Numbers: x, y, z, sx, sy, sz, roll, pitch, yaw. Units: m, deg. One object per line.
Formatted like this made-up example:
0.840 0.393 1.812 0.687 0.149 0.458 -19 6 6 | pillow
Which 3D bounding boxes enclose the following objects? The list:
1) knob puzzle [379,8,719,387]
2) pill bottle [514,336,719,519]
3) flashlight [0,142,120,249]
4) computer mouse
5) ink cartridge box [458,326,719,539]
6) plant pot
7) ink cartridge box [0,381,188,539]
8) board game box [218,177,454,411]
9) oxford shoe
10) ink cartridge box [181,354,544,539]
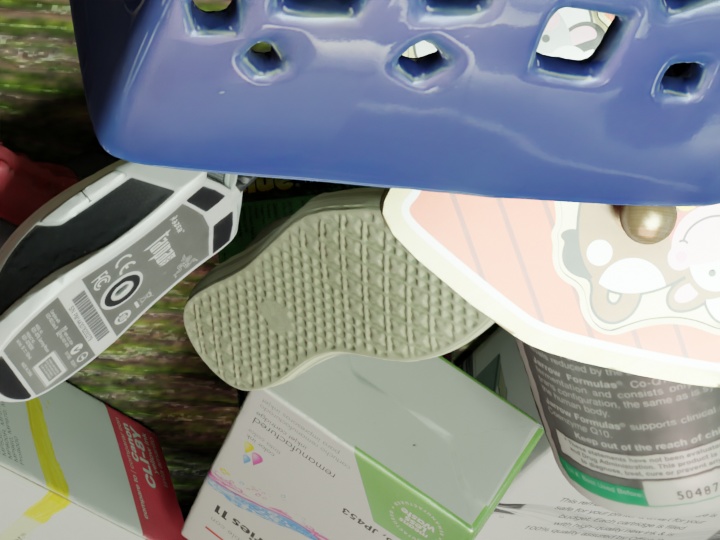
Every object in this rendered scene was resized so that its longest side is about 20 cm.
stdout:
0.101 -0.050 0.957 0.218 0.221 0.030 -5 -166 -5 | knob puzzle
0.106 -0.010 1.067 0.112 0.114 0.201 -12 129 9 | pill bottle
-0.144 -0.044 1.058 0.067 0.068 0.200 5 168 38 | flashlight
-0.077 -0.029 1.049 0.200 0.044 0.110 -39 158 -9 | computer mouse
0.111 0.090 1.335 0.145 0.085 0.200 8 148 -25 | ink cartridge box
0.028 -0.151 0.767 0.198 0.201 0.180 3 143 -19 | plant pot
-0.194 0.107 1.274 0.145 0.084 0.200 -30 146 17 | ink cartridge box
-0.009 0.006 1.219 0.104 0.024 0.200 -4 152 -1 | board game box
0.000 0.000 1.089 0.058 0.075 0.200 -37 -170 -33 | oxford shoe
-0.008 0.104 1.253 0.117 0.067 0.200 34 148 4 | ink cartridge box
